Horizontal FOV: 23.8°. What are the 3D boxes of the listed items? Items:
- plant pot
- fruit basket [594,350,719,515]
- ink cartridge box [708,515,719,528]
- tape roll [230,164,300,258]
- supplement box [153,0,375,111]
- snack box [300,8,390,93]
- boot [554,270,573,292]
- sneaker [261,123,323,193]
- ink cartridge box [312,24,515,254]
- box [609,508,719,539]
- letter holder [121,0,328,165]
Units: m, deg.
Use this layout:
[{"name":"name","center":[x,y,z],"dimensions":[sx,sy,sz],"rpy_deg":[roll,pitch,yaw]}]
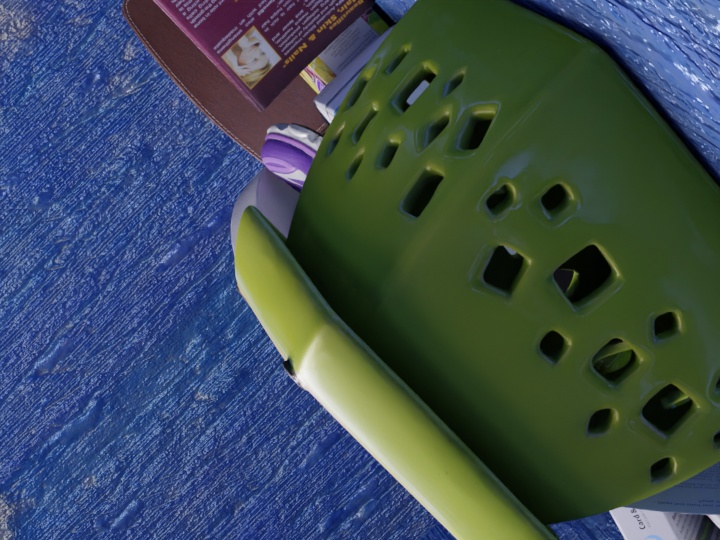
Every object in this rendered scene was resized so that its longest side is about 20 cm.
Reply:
[{"name":"plant pot","center":[0.062,0.008,0.776],"dimensions":[0.200,0.181,0.199],"rpy_deg":[47,-179,-23]},{"name":"fruit basket","center":[0.133,0.085,0.945],"dimensions":[0.200,0.184,0.094],"rpy_deg":[-83,-4,-61]},{"name":"ink cartridge box","center":[0.284,0.167,1.033],"dimensions":[0.200,0.083,0.145],"rpy_deg":[46,-179,-28]},{"name":"tape roll","center":[0.000,0.000,1.211],"dimensions":[0.202,0.037,0.204],"rpy_deg":[28,-142,-24]},{"name":"supplement box","center":[-0.089,-0.206,1.086],"dimensions":[0.086,0.110,0.200],"rpy_deg":[47,-179,34]},{"name":"snack box","center":[0.037,-0.109,1.261],"dimensions":[0.200,0.068,0.169],"rpy_deg":[44,-179,2]},{"name":"boot","center":[0.162,0.018,1.320],"dimensions":[0.200,0.074,0.075],"rpy_deg":[43,-174,38]},{"name":"sneaker","center":[-0.006,-0.019,1.126],"dimensions":[0.200,0.083,0.081],"rpy_deg":[48,-178,22]},{"name":"ink cartridge box","center":[0.053,-0.074,1.061],"dimensions":[0.146,0.086,0.200],"rpy_deg":[46,-177,-11]},{"name":"box","center":[0.204,0.129,1.164],"dimensions":[0.201,0.041,0.156],"rpy_deg":[61,-152,-10]},{"name":"letter holder","center":[-0.088,-0.189,1.454],"dimensions":[0.200,0.142,0.101],"rpy_deg":[46,-179,5]}]
